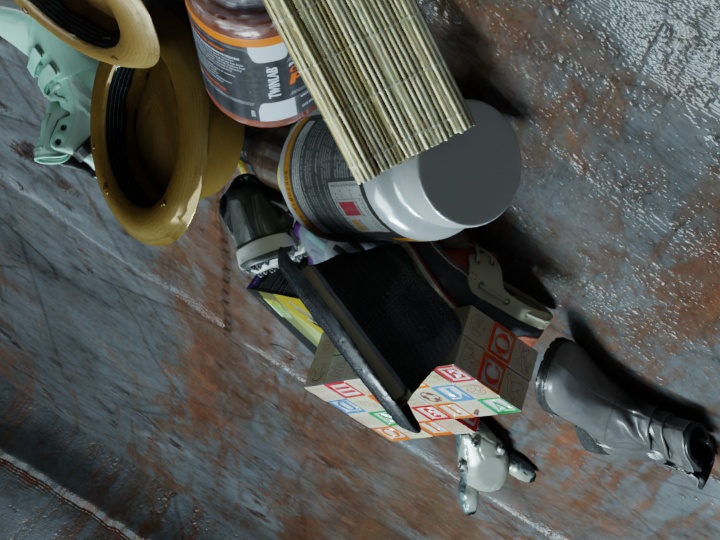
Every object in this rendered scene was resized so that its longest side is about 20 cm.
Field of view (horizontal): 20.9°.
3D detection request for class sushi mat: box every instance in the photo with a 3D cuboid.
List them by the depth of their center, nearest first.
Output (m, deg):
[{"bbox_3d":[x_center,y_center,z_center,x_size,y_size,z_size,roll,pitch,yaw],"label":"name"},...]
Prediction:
[{"bbox_3d":[0.000,-0.157,1.342,0.200,0.096,0.012,61,178,-30],"label":"sushi mat"}]

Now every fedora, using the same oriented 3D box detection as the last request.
[{"bbox_3d":[-0.220,-0.248,1.558,0.200,0.082,0.201,30,160,12],"label":"fedora"},{"bbox_3d":[0.019,0.035,1.561,0.201,0.092,0.201,53,179,1],"label":"fedora"},{"bbox_3d":[-0.157,-0.123,1.664,0.082,0.201,0.200,-6,-169,-39],"label":"fedora"}]

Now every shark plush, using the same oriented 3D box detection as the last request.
[{"bbox_3d":[0.113,0.191,2.141,0.200,0.091,0.083,49,-173,-51],"label":"shark plush"}]

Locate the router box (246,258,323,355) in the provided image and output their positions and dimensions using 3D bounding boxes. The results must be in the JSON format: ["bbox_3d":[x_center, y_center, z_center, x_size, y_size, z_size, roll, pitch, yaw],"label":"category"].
[{"bbox_3d":[-0.003,0.067,2.040,0.200,0.052,0.157,46,159,-31],"label":"router box"}]

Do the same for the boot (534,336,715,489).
[{"bbox_3d":[0.246,0.128,1.761,0.131,0.070,0.200,17,167,35],"label":"boot"}]

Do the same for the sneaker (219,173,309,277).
[{"bbox_3d":[-0.087,-0.045,1.781,0.200,0.066,0.091,17,-128,-86],"label":"sneaker"}]

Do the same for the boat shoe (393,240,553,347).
[{"bbox_3d":[0.096,0.009,1.681,0.200,0.063,0.071,44,-172,-39],"label":"boat shoe"}]

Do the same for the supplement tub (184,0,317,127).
[{"bbox_3d":[-0.073,-0.191,1.413,0.107,0.107,0.200,30,162,14],"label":"supplement tub"}]

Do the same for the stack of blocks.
[{"bbox_3d":[0.061,0.093,1.711,0.115,0.059,0.200,33,152,-31],"label":"stack of blocks"}]

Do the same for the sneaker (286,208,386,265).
[{"bbox_3d":[0.000,0.000,1.750,0.087,0.074,0.200,38,169,32],"label":"sneaker"}]

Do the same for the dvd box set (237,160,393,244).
[{"bbox_3d":[-0.020,-0.053,1.794,0.200,0.029,0.146,27,162,19],"label":"dvd box set"}]

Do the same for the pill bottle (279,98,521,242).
[{"bbox_3d":[0.030,-0.079,1.505,0.116,0.116,0.200,42,161,-24],"label":"pill bottle"}]

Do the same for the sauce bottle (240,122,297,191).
[{"bbox_3d":[-0.047,-0.092,1.689,0.200,0.065,0.065,24,160,28],"label":"sauce bottle"}]

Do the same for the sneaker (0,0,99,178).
[{"bbox_3d":[-0.294,-0.170,1.834,0.200,0.118,0.074,35,164,3],"label":"sneaker"}]
